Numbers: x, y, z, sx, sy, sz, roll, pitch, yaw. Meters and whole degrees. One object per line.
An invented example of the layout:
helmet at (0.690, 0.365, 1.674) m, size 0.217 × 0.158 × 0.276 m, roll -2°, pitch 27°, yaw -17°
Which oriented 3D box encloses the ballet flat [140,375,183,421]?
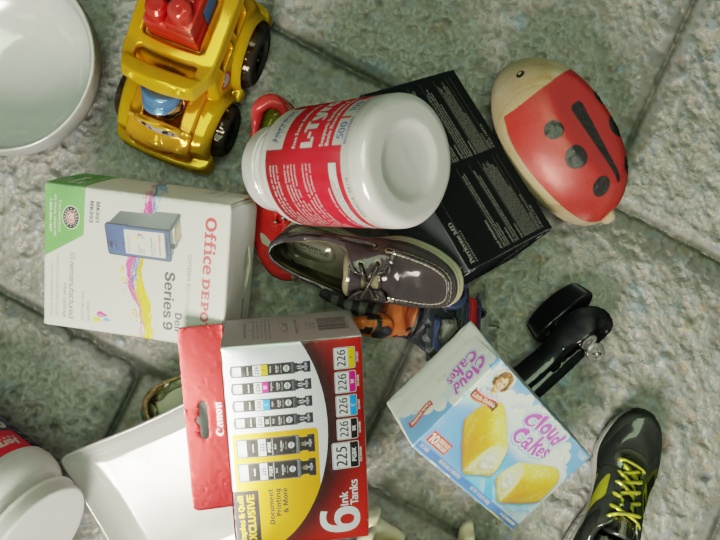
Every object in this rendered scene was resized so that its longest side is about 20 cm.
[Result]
ballet flat at (-0.141, 0.127, 0.856) m, size 0.196 × 0.065 × 0.072 m, roll -22°, pitch 83°, yaw -3°

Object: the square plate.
square plate at (-0.176, 0.233, 0.840) m, size 0.195 × 0.028 × 0.203 m, roll -24°, pitch 106°, yaw 2°

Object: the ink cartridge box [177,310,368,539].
ink cartridge box at (-0.084, 0.152, 0.770) m, size 0.171 × 0.084 × 0.205 m, roll -5°, pitch 104°, yaw -8°

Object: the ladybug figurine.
ladybug figurine at (0.220, -0.141, 0.856) m, size 0.135 × 0.072 × 0.202 m, roll -38°, pitch 94°, yaw -27°

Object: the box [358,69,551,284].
box at (0.082, -0.090, 0.825) m, size 0.140 × 0.079 × 0.202 m, roll -22°, pitch 78°, yaw -40°

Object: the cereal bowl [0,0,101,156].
cereal bowl at (-0.370, -0.218, 0.866) m, size 0.195 × 0.083 × 0.205 m, roll 0°, pitch 86°, yaw 0°

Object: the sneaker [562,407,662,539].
sneaker at (0.275, 0.245, 0.844) m, size 0.073 × 0.085 × 0.204 m, roll 20°, pitch 86°, yaw 0°

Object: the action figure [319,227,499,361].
action figure at (0.059, 0.023, 0.870) m, size 0.190 × 0.105 × 0.203 m, roll 22°, pitch 57°, yaw -5°

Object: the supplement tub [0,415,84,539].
supplement tub at (-0.386, 0.212, 0.790) m, size 0.198 × 0.140 × 0.142 m, roll 29°, pitch 87°, yaw 17°

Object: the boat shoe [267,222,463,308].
boat shoe at (0.000, 0.000, 0.771) m, size 0.197 × 0.065 × 0.073 m, roll 19°, pitch 120°, yaw 23°

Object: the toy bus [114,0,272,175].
toy bus at (-0.180, -0.217, 0.815) m, size 0.133 × 0.192 × 0.204 m, roll 21°, pitch 88°, yaw -1°

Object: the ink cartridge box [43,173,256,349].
ink cartridge box at (-0.214, -0.012, 0.825) m, size 0.195 × 0.088 × 0.149 m, roll 8°, pitch 102°, yaw 7°

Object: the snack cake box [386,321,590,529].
snack cake box at (0.130, 0.158, 0.798) m, size 0.115 × 0.067 × 0.200 m, roll -43°, pitch 126°, yaw 4°

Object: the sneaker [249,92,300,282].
sneaker at (-0.093, -0.089, 0.857) m, size 0.075 × 0.085 × 0.205 m, roll -7°, pitch 84°, yaw 8°

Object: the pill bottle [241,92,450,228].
pill bottle at (-0.022, -0.097, 0.742) m, size 0.111 × 0.198 × 0.115 m, roll -4°, pitch 96°, yaw -41°

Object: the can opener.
can opener at (0.192, 0.107, 0.872) m, size 0.200 × 0.079 × 0.063 m, roll -47°, pitch 127°, yaw 0°

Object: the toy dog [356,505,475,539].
toy dog at (0.019, 0.340, 0.824) m, size 0.195 × 0.140 × 0.198 m, roll 5°, pitch 106°, yaw 1°
